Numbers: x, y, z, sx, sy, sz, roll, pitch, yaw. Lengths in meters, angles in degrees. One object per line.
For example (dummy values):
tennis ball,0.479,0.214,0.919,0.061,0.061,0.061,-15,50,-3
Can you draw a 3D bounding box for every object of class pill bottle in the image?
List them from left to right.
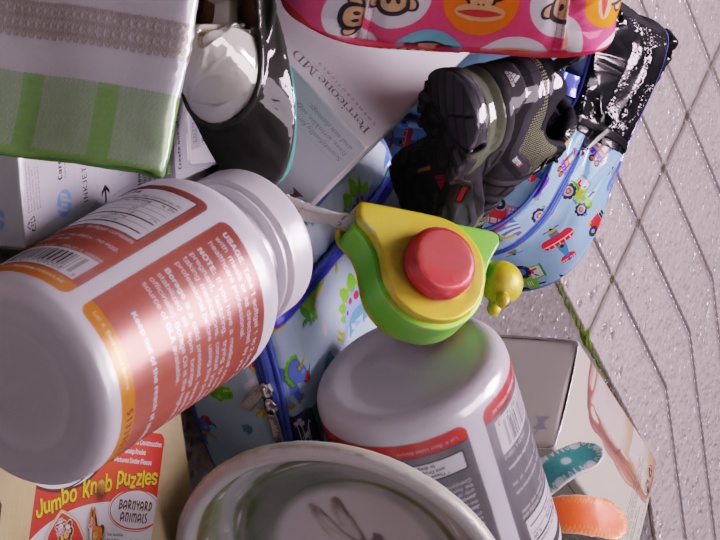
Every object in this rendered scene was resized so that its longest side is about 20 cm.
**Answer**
pill bottle,-0.113,0.021,1.406,0.200,0.112,0.113,-33,124,-49
pill bottle,0.054,0.136,1.615,0.116,0.115,0.201,-54,136,-45

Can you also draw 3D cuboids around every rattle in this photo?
rattle,0.049,0.147,1.707,0.143,0.199,0.131,35,63,-60

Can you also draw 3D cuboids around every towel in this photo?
towel,-0.148,-0.153,1.322,0.031,0.148,0.202,39,58,-80

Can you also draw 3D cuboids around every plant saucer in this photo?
plant saucer,-0.004,0.164,1.549,0.050,0.199,0.201,-64,148,-51

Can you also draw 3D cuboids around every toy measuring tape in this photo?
toy measuring tape,0.000,0.000,1.549,0.199,0.074,0.074,11,84,-19

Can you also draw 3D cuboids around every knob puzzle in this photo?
knob puzzle,-0.153,0.113,1.488,0.219,0.030,0.221,-19,112,-60

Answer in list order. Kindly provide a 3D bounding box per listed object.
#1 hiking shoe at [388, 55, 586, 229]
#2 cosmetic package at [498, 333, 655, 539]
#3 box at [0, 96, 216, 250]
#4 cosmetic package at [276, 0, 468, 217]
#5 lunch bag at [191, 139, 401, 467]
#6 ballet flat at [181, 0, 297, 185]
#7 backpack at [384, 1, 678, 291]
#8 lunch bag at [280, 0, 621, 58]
hiking shoe,0.080,-0.064,1.607,0.200,0.100,0.076,112,-42,-67
cosmetic package,0.134,0.129,1.984,0.200,0.103,0.088,54,46,-55
box,-0.144,-0.111,1.456,0.200,0.041,0.157,-32,122,-59
cosmetic package,-0.012,-0.129,1.620,0.113,0.081,0.200,45,38,-3
lunch bag,-0.036,0.016,1.651,0.200,0.082,0.162,-50,135,-50
ballet flat,-0.079,-0.142,1.475,0.068,0.068,0.202,1,83,-53
backpack,0.083,-0.096,1.774,0.134,0.182,0.201,26,84,-53
lunch bag,0.049,-0.197,1.555,0.177,0.198,0.082,-98,-166,-54
